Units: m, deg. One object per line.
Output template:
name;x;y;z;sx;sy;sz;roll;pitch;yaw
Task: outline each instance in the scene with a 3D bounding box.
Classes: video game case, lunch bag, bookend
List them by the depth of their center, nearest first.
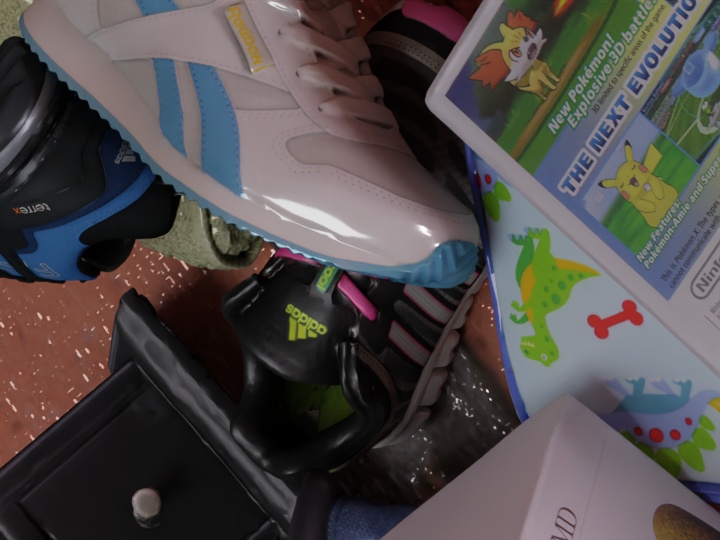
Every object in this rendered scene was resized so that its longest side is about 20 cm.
video game case;0.129;-0.071;0.702;0.182;0.022;0.201;44;117;25
lunch bag;0.132;-0.004;0.794;0.199;0.082;0.162;3;114;38
bookend;-0.097;0.151;0.991;0.200;0.198;0.092;49;165;6

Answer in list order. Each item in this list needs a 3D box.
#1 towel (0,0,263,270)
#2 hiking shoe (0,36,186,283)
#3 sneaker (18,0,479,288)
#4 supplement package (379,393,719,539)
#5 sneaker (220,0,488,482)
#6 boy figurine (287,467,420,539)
towel;-0.107;-0.099;0.973;0.148;0.036;0.201;11;122;36
hiking shoe;-0.131;-0.017;0.963;0.086;0.075;0.200;31;159;-16
sneaker;-0.031;-0.064;0.843;0.200;0.076;0.081;40;105;31
supplement package;0.094;0.157;0.811;0.200;0.114;0.109;38;129;-13
sneaker;0.000;0.000;0.906;0.074;0.087;0.201;34;133;20
boy figurine;0.076;0.116;0.911;0.198;0.065;0.124;8;157;15
